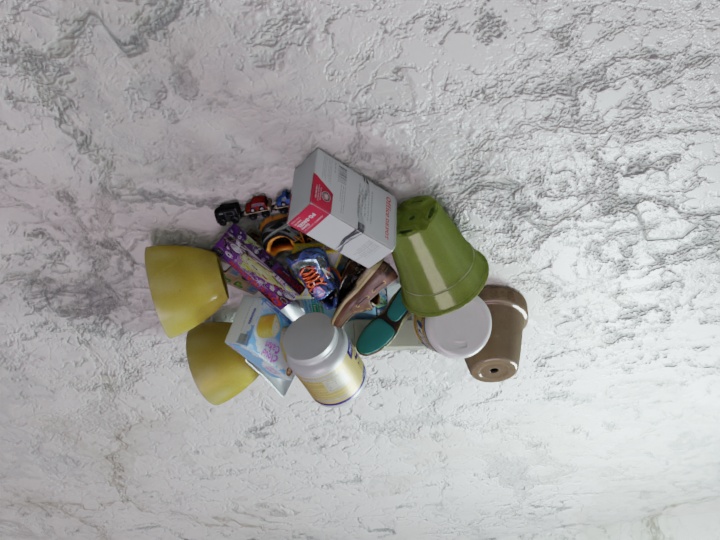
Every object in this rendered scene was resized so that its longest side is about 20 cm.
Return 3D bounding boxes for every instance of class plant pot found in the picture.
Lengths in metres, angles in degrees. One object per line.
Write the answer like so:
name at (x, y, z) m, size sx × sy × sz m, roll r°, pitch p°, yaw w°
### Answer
plant pot at (0.310, 0.162, 1.834) m, size 0.198 × 0.176 × 0.201 m, roll -1°, pitch 142°, yaw -1°
plant pot at (-0.362, 0.030, 1.653) m, size 0.141 × 0.201 × 0.201 m, roll -14°, pitch 143°, yaw -4°
plant pot at (-0.309, 0.206, 1.864) m, size 0.141 × 0.201 × 0.200 m, roll -19°, pitch 140°, yaw 10°
plant pot at (0.138, -0.044, 1.572) m, size 0.198 × 0.201 × 0.191 m, roll -16°, pitch 128°, yaw 19°

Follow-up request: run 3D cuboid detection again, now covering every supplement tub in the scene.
supplement tub at (0.194, 0.113, 1.693) m, size 0.143 × 0.146 × 0.200 m, roll 5°, pitch 179°, yaw -7°
supplement tub at (-0.080, 0.201, 1.732) m, size 0.144 × 0.146 × 0.201 m, roll -12°, pitch 139°, yaw 14°

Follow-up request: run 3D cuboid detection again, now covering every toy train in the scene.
toy train at (-0.204, -0.130, 1.561) m, size 0.198 × 0.034 × 0.046 m, roll -9°, pitch 130°, yaw 13°

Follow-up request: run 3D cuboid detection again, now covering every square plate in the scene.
square plate at (-0.190, 0.172, 1.840) m, size 0.028 × 0.201 × 0.198 m, roll 10°, pitch 151°, yaw 33°

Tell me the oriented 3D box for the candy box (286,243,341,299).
candy box at (-0.109, 0.005, 1.642) m, size 0.101 × 0.027 × 0.200 m, roll -3°, pitch 150°, yaw -20°

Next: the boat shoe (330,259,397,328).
boat shoe at (0.005, 0.057, 1.600) m, size 0.067 × 0.072 × 0.200 m, roll 37°, pitch 122°, yaw -1°

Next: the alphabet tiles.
alphabet tiles at (-0.255, -0.021, 1.722) m, size 0.166 × 0.008 × 0.200 m, roll 26°, pitch 136°, yaw -30°

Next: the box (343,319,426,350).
box at (0.062, 0.156, 1.864) m, size 0.198 × 0.069 × 0.082 m, roll 3°, pitch 167°, yaw -22°

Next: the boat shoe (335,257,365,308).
boat shoe at (0.000, 0.000, 1.661) m, size 0.070 × 0.071 × 0.201 m, roll 25°, pitch 117°, yaw -14°

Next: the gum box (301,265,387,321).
gum box at (-0.037, 0.054, 1.793) m, size 0.198 × 0.045 × 0.171 m, roll -3°, pitch 142°, yaw 3°

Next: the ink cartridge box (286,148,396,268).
ink cartridge box at (-0.032, -0.115, 1.476) m, size 0.199 × 0.146 × 0.083 m, roll 29°, pitch 134°, yaw -27°

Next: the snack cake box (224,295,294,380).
snack cake box at (-0.205, 0.152, 1.718) m, size 0.067 × 0.116 × 0.200 m, roll 6°, pitch 155°, yaw 30°

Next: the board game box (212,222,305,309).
board game box at (-0.214, -0.005, 1.621) m, size 0.200 × 0.032 × 0.120 m, roll 42°, pitch 153°, yaw -8°

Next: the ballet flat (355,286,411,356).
ballet flat at (0.068, 0.118, 1.787) m, size 0.071 × 0.071 × 0.201 m, roll 36°, pitch 94°, yaw -38°

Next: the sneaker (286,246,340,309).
sneaker at (-0.085, 0.016, 1.561) m, size 0.075 × 0.079 × 0.200 m, roll -22°, pitch 149°, yaw 16°

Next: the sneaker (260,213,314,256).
sneaker at (-0.115, -0.083, 1.586) m, size 0.198 × 0.078 × 0.078 m, roll -18°, pitch 138°, yaw 20°
